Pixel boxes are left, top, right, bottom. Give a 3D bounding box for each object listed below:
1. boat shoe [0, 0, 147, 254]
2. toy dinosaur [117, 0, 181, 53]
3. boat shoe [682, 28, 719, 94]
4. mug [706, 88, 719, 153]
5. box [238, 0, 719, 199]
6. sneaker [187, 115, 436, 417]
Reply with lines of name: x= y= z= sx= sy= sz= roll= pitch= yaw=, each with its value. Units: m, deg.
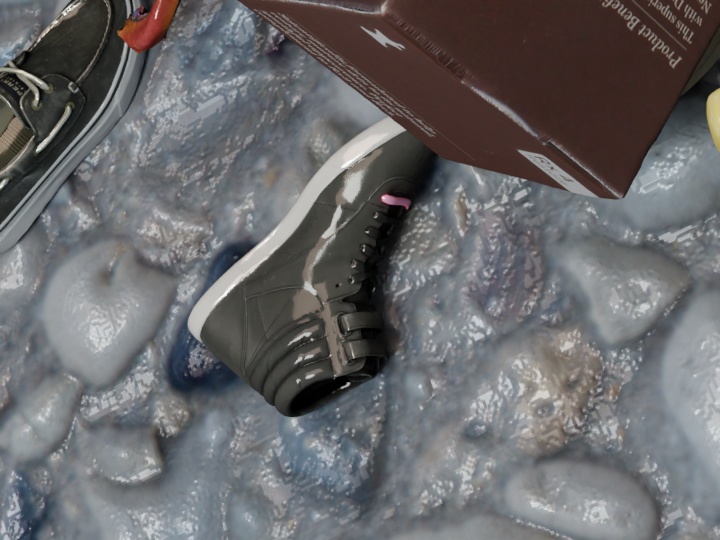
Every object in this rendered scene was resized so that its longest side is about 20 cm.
boat shoe: x=-0.202 y=-0.098 z=1.062 sx=0.072 sy=0.071 sz=0.201 roll=32 pitch=92 yaw=26
toy dinosaur: x=-0.105 y=-0.226 z=1.009 sx=0.104 sy=0.200 sz=0.182 roll=2 pitch=52 yaw=41
boat shoe: x=0.174 y=-0.164 z=0.930 sx=0.201 sy=0.072 sz=0.063 roll=-55 pitch=21 yaw=10
mug: x=0.274 y=-0.104 z=0.809 sx=0.185 sy=0.153 sz=0.151 roll=14 pitch=85 yaw=26
box: x=0.076 y=-0.169 z=0.835 sx=0.201 sy=0.166 sz=0.164 roll=-59 pitch=31 yaw=-6
sneaker: x=0.000 y=0.000 z=0.958 sx=0.200 sy=0.071 sz=0.099 roll=-46 pitch=69 yaw=14
